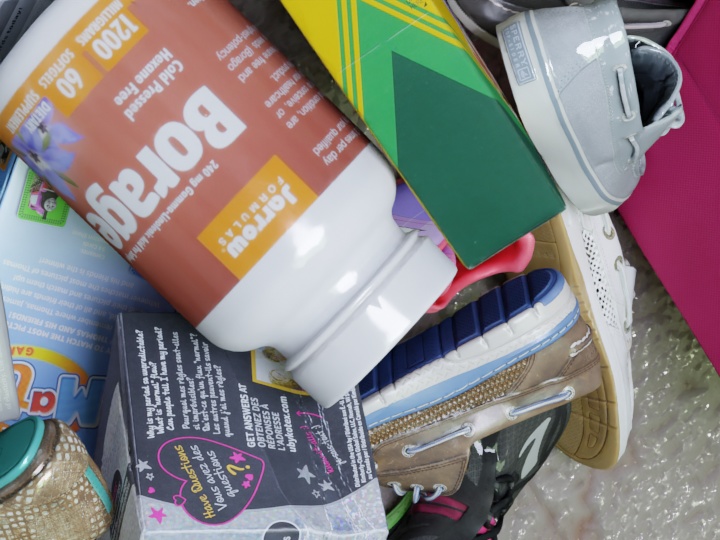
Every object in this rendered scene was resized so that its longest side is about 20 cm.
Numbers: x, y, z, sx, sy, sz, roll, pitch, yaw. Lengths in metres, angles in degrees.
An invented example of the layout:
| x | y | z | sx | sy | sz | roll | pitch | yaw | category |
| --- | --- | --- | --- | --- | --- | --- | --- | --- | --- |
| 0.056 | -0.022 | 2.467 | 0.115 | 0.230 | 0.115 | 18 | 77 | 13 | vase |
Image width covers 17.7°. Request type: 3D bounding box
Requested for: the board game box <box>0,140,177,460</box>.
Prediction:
| x | y | z | sx | sy | sz | roll | pitch | yaw | category |
| --- | --- | --- | --- | --- | --- | --- | --- | --- | --- |
| -0.118 | -0.003 | 1.104 | 0.150 | 0.037 | 0.201 | 16 | 97 | -33 | board game box |

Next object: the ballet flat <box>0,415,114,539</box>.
| x | y | z | sx | sy | sz | roll | pitch | yaw | category |
| --- | --- | --- | --- | --- | --- | --- | --- | --- | --- |
| -0.187 | 0.127 | 1.031 | 0.065 | 0.199 | 0.071 | 46 | 40 | -26 | ballet flat |

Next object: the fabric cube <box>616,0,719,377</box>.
| x | y | z | sx | sy | sz | roll | pitch | yaw | category |
| --- | --- | --- | --- | --- | --- | --- | --- | --- | --- |
| 0.271 | -0.047 | 1.169 | 0.195 | 0.200 | 0.201 | -7 | 143 | -33 | fabric cube |

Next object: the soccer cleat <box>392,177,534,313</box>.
| x | y | z | sx | sy | sz | roll | pitch | yaw | category |
| --- | --- | --- | --- | --- | --- | --- | --- | --- | --- |
| 0.000 | 0.000 | 1.119 | 0.199 | 0.076 | 0.067 | -23 | 127 | -43 | soccer cleat |

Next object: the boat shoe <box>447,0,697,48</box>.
| x | y | z | sx | sy | sz | roll | pitch | yaw | category |
| --- | --- | --- | --- | --- | --- | --- | --- | --- | --- |
| 0.126 | -0.142 | 1.166 | 0.199 | 0.067 | 0.057 | 1 | 133 | -43 | boat shoe |

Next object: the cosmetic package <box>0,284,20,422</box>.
| x | y | z | sx | sy | sz | roll | pitch | yaw | category |
| --- | --- | --- | --- | --- | --- | --- | --- | --- | --- |
| -0.253 | 0.025 | 0.988 | 0.198 | 0.090 | 0.108 | -9 | 109 | -14 | cosmetic package |

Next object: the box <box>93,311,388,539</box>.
| x | y | z | sx | sy | sz | roll | pitch | yaw | category |
| --- | --- | --- | --- | --- | --- | --- | --- | --- | --- |
| -0.068 | 0.134 | 1.070 | 0.114 | 0.133 | 0.201 | 1 | 136 | -13 | box |

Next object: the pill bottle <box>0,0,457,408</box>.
| x | y | z | sx | sy | sz | roll | pitch | yaw | category |
| --- | --- | --- | --- | --- | --- | --- | --- | --- | --- |
| -0.058 | -0.040 | 0.992 | 0.200 | 0.112 | 0.112 | 44 | 82 | -2 | pill bottle |

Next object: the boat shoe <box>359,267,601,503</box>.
| x | y | z | sx | sy | sz | roll | pitch | yaw | category |
| --- | --- | --- | --- | --- | --- | --- | --- | --- | --- |
| 0.029 | 0.077 | 1.157 | 0.199 | 0.072 | 0.073 | -27 | 106 | 14 | boat shoe |

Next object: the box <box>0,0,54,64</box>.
| x | y | z | sx | sy | sz | roll | pitch | yaw | category |
| --- | --- | --- | --- | --- | --- | --- | --- | --- | --- |
| -0.177 | -0.120 | 0.941 | 0.157 | 0.041 | 0.200 | -61 | 168 | 13 | box |

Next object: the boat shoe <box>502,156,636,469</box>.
| x | y | z | sx | sy | sz | roll | pitch | yaw | category |
| --- | --- | --- | --- | --- | --- | --- | --- | --- | --- |
| 0.119 | 0.012 | 1.229 | 0.069 | 0.070 | 0.201 | -40 | 129 | -37 | boat shoe |

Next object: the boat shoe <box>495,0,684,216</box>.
| x | y | z | sx | sy | sz | roll | pitch | yaw | category |
| --- | --- | --- | --- | --- | --- | --- | --- | --- | --- |
| 0.121 | -0.078 | 1.102 | 0.071 | 0.071 | 0.201 | -17 | 163 | 13 | boat shoe |

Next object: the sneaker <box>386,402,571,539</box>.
| x | y | z | sx | sy | sz | roll | pitch | yaw | category |
| --- | --- | --- | --- | --- | --- | --- | --- | --- | --- |
| 0.054 | 0.137 | 1.215 | 0.076 | 0.084 | 0.201 | 28 | 100 | -36 | sneaker |

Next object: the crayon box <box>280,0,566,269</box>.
| x | y | z | sx | sy | sz | roll | pitch | yaw | category |
| --- | --- | --- | --- | --- | --- | --- | --- | --- | --- |
| 0.004 | -0.121 | 1.033 | 0.058 | 0.200 | 0.173 | -32 | 123 | 5 | crayon box |
